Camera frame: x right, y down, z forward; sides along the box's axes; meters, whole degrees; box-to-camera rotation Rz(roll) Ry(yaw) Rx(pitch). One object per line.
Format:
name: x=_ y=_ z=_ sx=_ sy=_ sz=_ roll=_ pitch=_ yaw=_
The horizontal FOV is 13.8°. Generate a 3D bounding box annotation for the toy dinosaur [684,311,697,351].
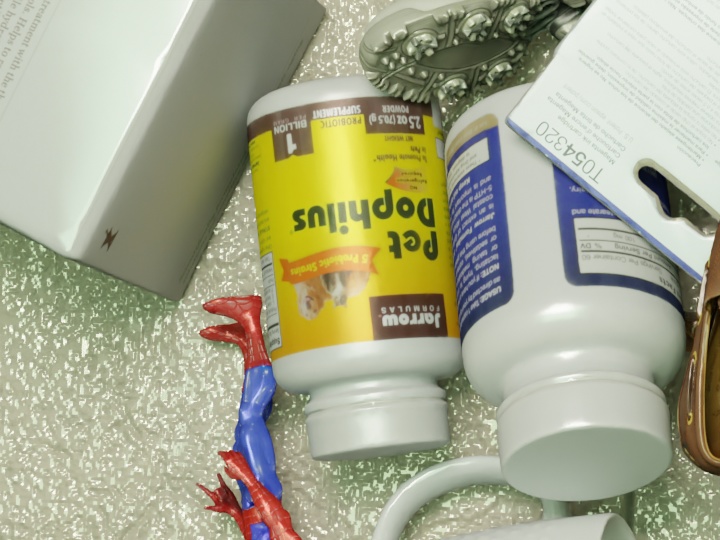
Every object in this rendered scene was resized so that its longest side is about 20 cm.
toy dinosaur: x=0.246 y=0.013 z=1.594 sx=0.199 sy=0.060 sz=0.107 roll=-3 pitch=84 yaw=36

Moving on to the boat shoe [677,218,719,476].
boat shoe: x=0.205 y=0.008 z=1.472 sx=0.072 sy=0.068 sz=0.201 roll=15 pitch=97 yaw=8

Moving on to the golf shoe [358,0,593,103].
golf shoe: x=0.068 y=-0.157 z=1.618 sx=0.199 sy=0.078 sz=0.097 roll=-20 pitch=61 yaw=-33

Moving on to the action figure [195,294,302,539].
action figure: x=-0.059 y=0.117 z=1.629 sx=0.051 sy=0.065 sz=0.201 roll=-8 pitch=68 yaw=-15

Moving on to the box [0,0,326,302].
box: x=-0.151 y=-0.115 z=1.625 sx=0.171 sy=0.200 sz=0.200 roll=27 pitch=89 yaw=16

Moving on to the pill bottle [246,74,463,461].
pill bottle: x=0.000 y=0.000 z=1.624 sx=0.109 sy=0.109 sz=0.201 roll=-8 pitch=82 yaw=11

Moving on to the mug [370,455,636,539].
mug: x=0.061 y=0.190 z=1.582 sx=0.174 sy=0.148 sz=0.201 roll=-9 pitch=57 yaw=17

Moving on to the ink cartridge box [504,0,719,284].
ink cartridge box: x=0.210 y=-0.095 z=1.519 sx=0.196 sy=0.043 sz=0.200 roll=40 pitch=101 yaw=6

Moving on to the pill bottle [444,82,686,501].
pill bottle: x=0.110 y=0.012 z=1.564 sx=0.119 sy=0.120 sz=0.201 roll=-10 pitch=60 yaw=11
